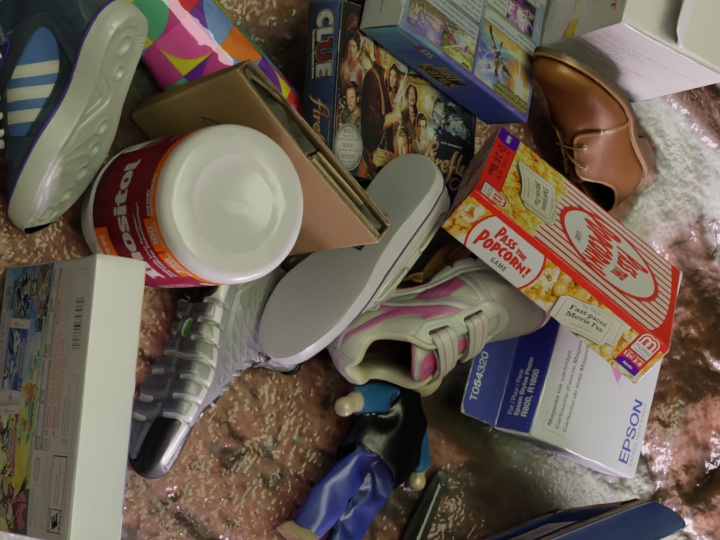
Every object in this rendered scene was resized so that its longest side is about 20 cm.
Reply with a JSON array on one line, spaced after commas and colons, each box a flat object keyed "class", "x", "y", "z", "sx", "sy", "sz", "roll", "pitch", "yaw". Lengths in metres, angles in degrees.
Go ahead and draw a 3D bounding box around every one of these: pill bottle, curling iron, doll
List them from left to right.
[{"class": "pill bottle", "x": -0.133, "y": -0.043, "z": 1.390, "sx": 0.113, "sy": 0.200, "sz": 0.114, "roll": 2, "pitch": 87, "yaw": -28}, {"class": "doll", "x": 0.009, "y": 0.148, "z": 1.541, "sx": 0.200, "sy": 0.048, "sz": 0.137, "roll": -55, "pitch": 133, "yaw": -22}, {"class": "curling iron", "x": 0.026, "y": 0.254, "z": 1.557, "sx": 0.200, "sy": 0.025, "sz": 0.050, "roll": -58, "pitch": 136, "yaw": -18}]

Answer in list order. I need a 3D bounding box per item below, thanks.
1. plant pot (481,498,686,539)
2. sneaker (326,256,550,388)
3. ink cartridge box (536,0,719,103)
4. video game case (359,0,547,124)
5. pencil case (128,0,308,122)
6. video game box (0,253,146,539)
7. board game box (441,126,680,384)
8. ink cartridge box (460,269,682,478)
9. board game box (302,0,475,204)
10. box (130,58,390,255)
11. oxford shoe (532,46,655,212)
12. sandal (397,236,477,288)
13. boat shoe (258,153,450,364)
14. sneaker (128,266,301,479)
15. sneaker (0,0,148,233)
[{"class": "plant pot", "x": 0.172, "y": 0.297, "z": 1.549, "sx": 0.199, "sy": 0.200, "sz": 0.181, "roll": -17, "pitch": 88, "yaw": -28}, {"class": "sneaker", "x": 0.061, "y": 0.052, "z": 1.516, "sx": 0.199, "sy": 0.088, "sz": 0.082, "roll": -11, "pitch": 134, "yaw": -1}, {"class": "ink cartridge box", "x": 0.242, "y": -0.231, "z": 1.607, "sx": 0.125, "sy": 0.200, "sz": 0.129, "roll": 23, "pitch": 77, "yaw": -26}, {"class": "video game case", "x": 0.085, "y": -0.240, "z": 1.546, "sx": 0.200, "sy": 0.045, "sz": 0.182, "roll": 30, "pitch": 65, "yaw": -50}, {"class": "pencil case", "x": -0.126, "y": -0.165, "z": 1.471, "sx": 0.200, "sy": 0.088, "sz": 0.088, "roll": 48, "pitch": 67, "yaw": -16}, {"class": "video game box", "x": -0.216, "y": 0.094, "z": 1.348, "sx": 0.047, "sy": 0.182, "sz": 0.201, "roll": 8, "pitch": 84, "yaw": -32}, {"class": "board game box", "x": 0.166, "y": -0.015, "z": 1.524, "sx": 0.200, "sy": 0.046, "sz": 0.152, "roll": 39, "pitch": 26, "yaw": -6}, {"class": "ink cartridge box", "x": 0.188, "y": 0.060, "z": 1.630, "sx": 0.200, "sy": 0.043, "sz": 0.197, "roll": 25, "pitch": 76, "yaw": -41}, {"class": "board game box", "x": 0.027, "y": -0.133, "z": 1.533, "sx": 0.200, "sy": 0.034, "sz": 0.136, "roll": 9, "pitch": 83, "yaw": -53}, {"class": "box", "x": -0.080, "y": -0.079, "z": 1.421, "sx": 0.164, "sy": 0.200, "sz": 0.021, "roll": 49, "pitch": 66, "yaw": -17}, {"class": "oxford shoe", "x": 0.194, "y": -0.118, "z": 1.619, "sx": 0.071, "sy": 0.071, "sz": 0.200, "roll": -56, "pitch": 137, "yaw": -14}, {"class": "sandal", "x": 0.080, "y": 0.013, "z": 1.587, "sx": 0.199, "sy": 0.054, "sz": 0.081, "roll": 15, "pitch": 80, "yaw": -27}, {"class": "boat shoe", "x": 0.000, "y": 0.000, "z": 1.476, "sx": 0.200, "sy": 0.072, "sz": 0.066, "roll": -55, "pitch": 144, "yaw": -14}, {"class": "sneaker", "x": -0.100, "y": 0.081, "z": 1.476, "sx": 0.115, "sy": 0.075, "sz": 0.201, "roll": 26, "pitch": 80, "yaw": -35}, {"class": "sneaker", "x": -0.254, "y": -0.147, "z": 1.411, "sx": 0.081, "sy": 0.146, "sz": 0.201, "roll": -19, "pitch": 139, "yaw": -62}]
